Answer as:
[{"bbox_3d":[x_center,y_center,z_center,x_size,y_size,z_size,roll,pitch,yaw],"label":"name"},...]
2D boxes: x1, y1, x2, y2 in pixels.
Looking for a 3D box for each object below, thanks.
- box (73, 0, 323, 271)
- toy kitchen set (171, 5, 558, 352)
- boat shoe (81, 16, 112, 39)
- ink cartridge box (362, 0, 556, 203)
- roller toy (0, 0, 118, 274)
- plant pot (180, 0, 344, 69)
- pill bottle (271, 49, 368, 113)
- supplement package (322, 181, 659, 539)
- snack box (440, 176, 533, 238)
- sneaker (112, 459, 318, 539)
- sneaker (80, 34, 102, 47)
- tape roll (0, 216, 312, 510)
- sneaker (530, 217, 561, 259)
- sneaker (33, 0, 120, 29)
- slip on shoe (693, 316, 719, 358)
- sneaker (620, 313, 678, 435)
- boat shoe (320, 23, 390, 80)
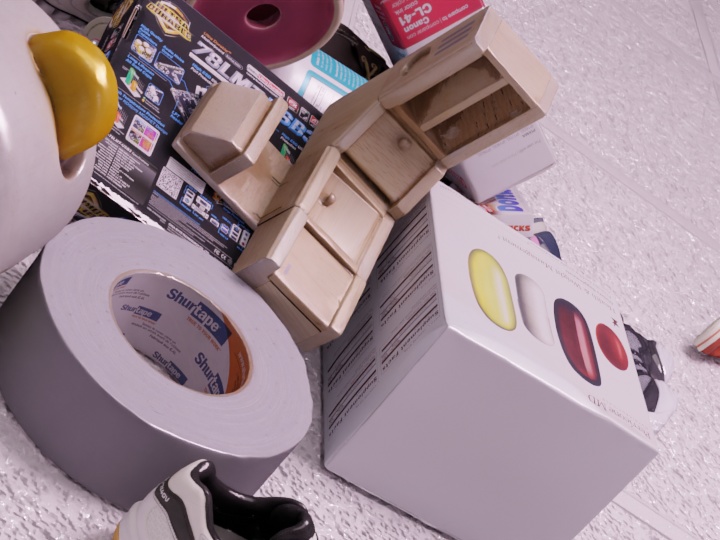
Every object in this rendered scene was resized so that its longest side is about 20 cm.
[{"bbox_3d":[-0.116,-0.081,1.134,0.200,0.050,0.199,38,45,-25],"label":"box"},{"bbox_3d":[-0.004,-0.091,1.080,0.163,0.180,0.200,45,44,-20],"label":"toy kitchen set"},{"bbox_3d":[-0.139,-0.121,1.239,0.199,0.075,0.066,43,25,4],"label":"boat shoe"},{"bbox_3d":[0.083,-0.175,1.397,0.201,0.085,0.148,64,-2,-17],"label":"ink cartridge box"},{"bbox_3d":[-0.250,-0.079,0.900,0.182,0.200,0.140,36,25,4],"label":"roller toy"},{"bbox_3d":[-0.088,-0.265,1.233,0.199,0.200,0.180,17,48,-38],"label":"plant pot"},{"bbox_3d":[-0.041,-0.126,1.332,0.200,0.111,0.111,31,28,-19],"label":"pill bottle"},{"bbox_3d":[0.088,0.075,1.154,0.191,0.147,0.200,30,27,-20],"label":"supplement package"},{"bbox_3d":[0.110,-0.062,1.431,0.072,0.024,0.200,1,14,-2],"label":"snack box"},{"bbox_3d":[-0.040,0.180,0.895,0.200,0.088,0.076,32,26,-20],"label":"sneaker"},{"bbox_3d":[-0.236,-0.128,1.127,0.200,0.081,0.089,26,55,-46],"label":"sneaker"},{"bbox_3d":[-0.128,0.059,0.987,0.200,0.066,0.201,30,28,-18],"label":"tape roll"},{"bbox_3d":[0.130,0.010,1.400,0.200,0.070,0.082,-23,82,-53],"label":"sneaker"},{"bbox_3d":[-0.192,-0.217,1.278,0.081,0.076,0.200,15,4,31],"label":"sneaker"},{"bbox_3d":[0.421,0.079,1.674,0.200,0.074,0.061,13,40,-51],"label":"slip on shoe"},{"bbox_3d":[0.214,0.091,1.382,0.114,0.076,0.200,39,21,-2],"label":"sneaker"},{"bbox_3d":[-0.006,-0.174,1.432,0.059,0.072,0.200,23,-8,26],"label":"boat shoe"}]
